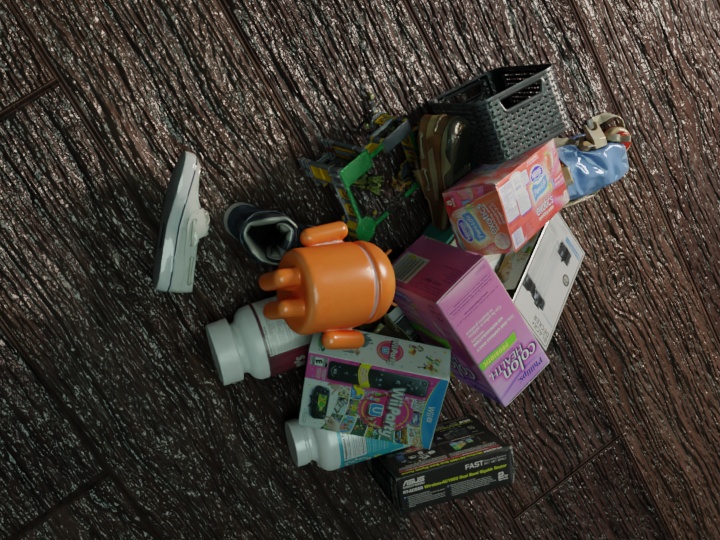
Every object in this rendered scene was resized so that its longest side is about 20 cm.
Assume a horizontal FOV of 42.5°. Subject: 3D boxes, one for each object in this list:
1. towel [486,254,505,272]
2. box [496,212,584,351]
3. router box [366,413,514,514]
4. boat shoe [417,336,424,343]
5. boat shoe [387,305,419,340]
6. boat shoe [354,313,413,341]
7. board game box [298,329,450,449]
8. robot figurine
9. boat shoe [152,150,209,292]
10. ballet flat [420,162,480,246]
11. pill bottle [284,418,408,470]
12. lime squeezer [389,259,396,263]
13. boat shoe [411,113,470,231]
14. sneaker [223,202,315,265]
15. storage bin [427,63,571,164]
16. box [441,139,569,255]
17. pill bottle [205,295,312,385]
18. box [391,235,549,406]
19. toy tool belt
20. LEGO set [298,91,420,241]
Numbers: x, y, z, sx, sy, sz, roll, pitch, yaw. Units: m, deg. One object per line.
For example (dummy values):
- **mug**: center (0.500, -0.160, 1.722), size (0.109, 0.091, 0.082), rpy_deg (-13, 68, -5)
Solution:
- **towel**: center (0.231, -0.004, 1.465), size (0.148, 0.030, 0.203), rpy_deg (-31, 111, -45)
- **box**: center (0.273, 0.014, 1.450), size (0.117, 0.060, 0.202), rpy_deg (50, 55, -30)
- **router box**: center (0.123, 0.301, 1.460), size (0.196, 0.150, 0.063), rpy_deg (-12, 105, -16)
- **boat shoe**: center (0.164, 0.082, 1.473), size (0.067, 0.073, 0.201), rpy_deg (39, 86, -20)
- **boat shoe**: center (0.103, 0.065, 1.439), size (0.199, 0.072, 0.068), rpy_deg (-40, 68, -5)
- **boat shoe**: center (0.026, 0.101, 1.380), size (0.074, 0.075, 0.203), rpy_deg (-40, 74, 9)
- **board game box**: center (0.018, 0.166, 1.315), size (0.196, 0.065, 0.149), rpy_deg (10, 129, 0)
- **robot figurine**: center (-0.036, 0.024, 1.249), size (0.197, 0.145, 0.118), rpy_deg (-8, 139, -30)
- **boat shoe**: center (-0.245, -0.065, 1.311), size (0.065, 0.072, 0.204), rpy_deg (8, 98, -24)
- **ballet flat**: center (0.154, -0.077, 1.451), size (0.069, 0.069, 0.202), rpy_deg (30, 89, -21)
- **pill bottle**: center (-0.013, 0.239, 1.424), size (0.196, 0.111, 0.113), rpy_deg (-14, 104, -15)
- **lime squeezer**: center (0.000, 0.000, 1.375), size (0.197, 0.070, 0.038), rpy_deg (-8, 116, -29)
- **boat shoe**: center (0.115, -0.148, 1.345), size (0.076, 0.073, 0.202), rpy_deg (-51, 153, -36)
- **sneaker**: center (-0.091, -0.034, 1.329), size (0.199, 0.146, 0.078), rpy_deg (19, 93, -22)
- **storage bin**: center (0.201, -0.230, 1.359), size (0.134, 0.200, 0.095), rpy_deg (-27, 108, -12)
- **box**: center (0.212, -0.107, 1.336), size (0.200, 0.093, 0.104), rpy_deg (-38, 115, -46)
- **pill bottle**: center (-0.120, 0.093, 1.360), size (0.197, 0.109, 0.112), rpy_deg (-18, 105, -14)
- **box**: center (0.145, 0.068, 1.324), size (0.097, 0.175, 0.201), rpy_deg (-42, 116, -12)
- **toy tool belt**: center (0.369, -0.174, 1.468), size (0.197, 0.123, 0.127), rpy_deg (-23, 107, -13)
- **LEGO set**: center (0.002, -0.149, 1.373), size (0.200, 0.115, 0.155), rpy_deg (-48, 131, -18)
